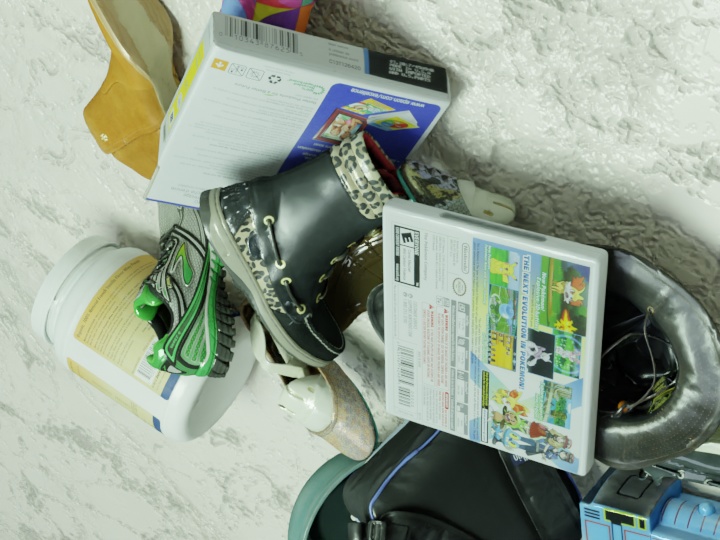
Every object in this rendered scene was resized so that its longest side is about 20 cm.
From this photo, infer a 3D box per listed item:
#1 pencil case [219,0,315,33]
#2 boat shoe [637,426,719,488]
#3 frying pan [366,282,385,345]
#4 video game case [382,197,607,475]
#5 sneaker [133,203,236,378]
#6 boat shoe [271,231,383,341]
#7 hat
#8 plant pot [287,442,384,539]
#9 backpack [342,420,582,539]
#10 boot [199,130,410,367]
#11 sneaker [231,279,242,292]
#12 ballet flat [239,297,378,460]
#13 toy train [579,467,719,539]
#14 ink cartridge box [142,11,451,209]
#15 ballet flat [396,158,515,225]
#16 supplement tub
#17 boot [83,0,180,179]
[{"bbox_3d":[-0.083,-0.192,1.227,0.088,0.088,0.200,36,139,11],"label":"pencil case"},{"bbox_3d":[0.256,0.148,1.236,0.199,0.075,0.066,6,116,27],"label":"boat shoe"},{"bbox_3d":[0.088,0.055,1.252,0.190,0.031,0.115,11,138,34],"label":"frying pan"},{"bbox_3d":[0.101,0.052,1.178,0.182,0.022,0.200,16,124,26],"label":"video game case"},{"bbox_3d":[-0.172,0.005,1.421,0.078,0.085,0.200,126,140,-53],"label":"sneaker"},{"bbox_3d":[0.000,0.000,1.324,0.200,0.065,0.073,-31,115,26],"label":"boat shoe"},{"bbox_3d":[0.205,0.053,1.184,0.200,0.081,0.201,15,122,26],"label":"hat"},{"bbox_3d":[0.012,0.256,1.474,0.200,0.200,0.134,61,165,-19],"label":"plant pot"},{"bbox_3d":[0.097,0.209,1.346,0.191,0.200,0.154,48,172,-13],"label":"backpack"},{"bbox_3d":[-0.021,-0.014,1.235,0.154,0.074,0.204,-24,128,14],"label":"boot"},{"bbox_3d":[-0.063,-0.044,1.363,0.079,0.075,0.200,22,143,4],"label":"sneaker"},{"bbox_3d":[-0.058,0.099,1.410,0.200,0.067,0.068,55,129,29],"label":"ballet flat"},{"bbox_3d":[0.283,0.241,1.288,0.200,0.087,0.114,11,124,35],"label":"toy train"},{"bbox_3d":[-0.057,-0.112,1.221,0.197,0.047,0.200,10,147,-21],"label":"ink cartridge box"},{"bbox_3d":[0.108,-0.022,1.230,0.072,0.072,0.200,-14,118,47],"label":"ballet flat"},{"bbox_3d":[-0.219,0.066,1.524,0.200,0.144,0.144,32,140,15],"label":"supplement tub"},{"bbox_3d":[-0.217,-0.172,1.369,0.144,0.071,0.201,-18,116,45],"label":"boot"}]
